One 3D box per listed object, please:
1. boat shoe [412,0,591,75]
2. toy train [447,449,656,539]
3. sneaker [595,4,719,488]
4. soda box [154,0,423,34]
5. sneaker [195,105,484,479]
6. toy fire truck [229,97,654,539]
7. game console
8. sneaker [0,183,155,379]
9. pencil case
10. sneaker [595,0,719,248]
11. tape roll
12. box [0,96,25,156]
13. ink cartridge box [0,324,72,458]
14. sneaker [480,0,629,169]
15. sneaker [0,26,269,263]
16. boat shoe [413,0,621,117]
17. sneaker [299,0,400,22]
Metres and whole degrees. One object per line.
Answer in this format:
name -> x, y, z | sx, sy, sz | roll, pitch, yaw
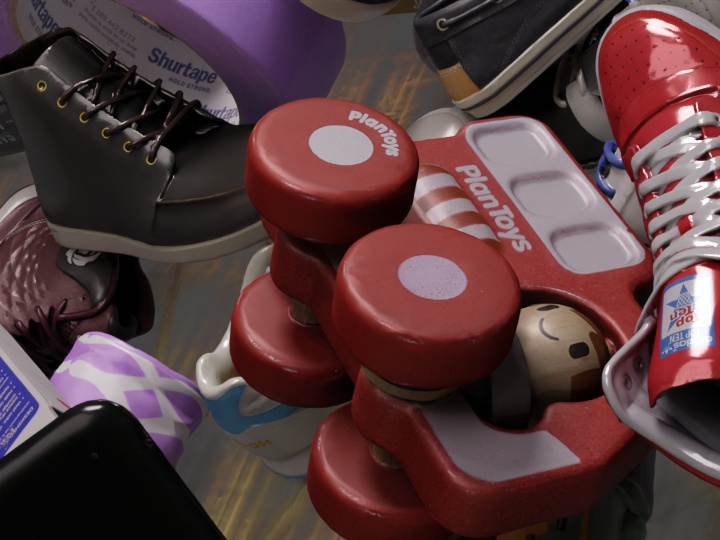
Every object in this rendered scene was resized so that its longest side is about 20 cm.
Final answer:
boat shoe -> 0.115, -0.166, 0.867 | 0.199, 0.072, 0.071 | -29, 26, 4
toy train -> 0.059, 0.118, 0.675 | 0.113, 0.085, 0.201 | -1, 57, 21
sneaker -> 0.121, -0.012, 0.597 | 0.071, 0.112, 0.201 | -37, 69, 36
soda box -> -0.045, -0.189, 0.976 | 0.199, 0.068, 0.064 | -1, 58, 33
sneaker -> 0.000, 0.000, 0.793 | 0.076, 0.081, 0.200 | 22, 73, 41
toy fire truck -> 0.048, 0.012, 0.650 | 0.167, 0.113, 0.200 | -12, 43, -23
game console -> -0.107, 0.167, 0.653 | 0.176, 0.200, 0.116 | -36, 7, -1
sneaker -> -0.181, 0.042, 0.889 | 0.115, 0.076, 0.201 | 13, 65, 35
pencil case -> -0.149, 0.128, 0.802 | 0.084, 0.086, 0.201 | 31, 72, 2
sneaker -> 0.137, -0.069, 0.705 | 0.115, 0.200, 0.081 | -24, 13, 31
tape roll -> -0.110, -0.131, 0.881 | 0.199, 0.200, 0.066 | 10, 63, 37
box -> -0.269, -0.132, 1.003 | 0.199, 0.158, 0.051 | -8, 47, 36
ink cartridge box -> -0.182, 0.084, 0.772 | 0.095, 0.037, 0.200 | -53, 29, -3
sneaker -> 0.137, -0.106, 0.785 | 0.199, 0.089, 0.074 | -11, 53, 28
sneaker -> -0.106, -0.066, 0.815 | 0.199, 0.107, 0.075 | -2, 34, 40
boat shoe -> 0.106, -0.160, 0.785 | 0.200, 0.062, 0.075 | -43, 11, 4
sneaker -> 0.027, -0.188, 0.822 | 0.085, 0.075, 0.200 | -48, -5, 39
